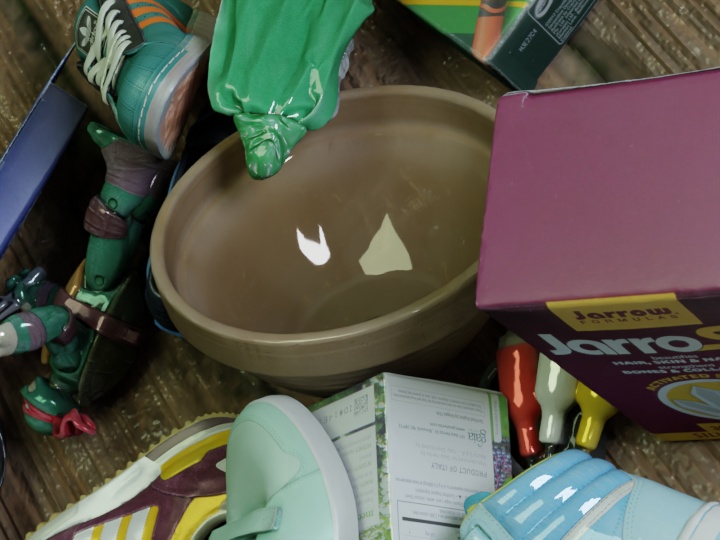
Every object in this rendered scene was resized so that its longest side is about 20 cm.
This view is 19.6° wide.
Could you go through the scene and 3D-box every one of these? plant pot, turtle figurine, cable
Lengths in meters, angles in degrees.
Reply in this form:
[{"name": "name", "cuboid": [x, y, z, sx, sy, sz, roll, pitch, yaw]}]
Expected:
[{"name": "plant pot", "cuboid": [0.000, 0.000, 1.066, 0.199, 0.093, 0.202, -11, 39, 9]}, {"name": "turtle figurine", "cuboid": [-0.167, 0.018, 1.191, 0.201, 0.100, 0.150, -65, 12, 0]}, {"name": "cable", "cuboid": [0.089, 0.107, 1.010, 0.097, 0.050, 0.201, -7, 66, 35]}]

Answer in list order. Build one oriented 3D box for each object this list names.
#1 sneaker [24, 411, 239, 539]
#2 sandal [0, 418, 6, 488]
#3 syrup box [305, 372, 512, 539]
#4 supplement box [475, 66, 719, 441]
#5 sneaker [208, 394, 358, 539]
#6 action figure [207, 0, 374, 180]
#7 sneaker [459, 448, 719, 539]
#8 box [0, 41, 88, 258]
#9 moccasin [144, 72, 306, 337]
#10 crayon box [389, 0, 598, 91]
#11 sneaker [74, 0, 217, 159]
[{"name": "sneaker", "cuboid": [-0.121, 0.165, 1.107, 0.200, 0.075, 0.090, -42, 48, 12]}, {"name": "sandal", "cuboid": [-0.237, 0.098, 1.237, 0.075, 0.048, 0.201, -34, 42, 18]}, {"name": "syrup box", "cuboid": [0.023, 0.158, 0.994, 0.079, 0.081, 0.201, -27, 59, 47]}, {"name": "supplement box", "cuboid": [0.156, -0.001, 0.918, 0.130, 0.200, 0.104, -4, 67, 33]}, {"name": "sneaker", "cuboid": [-0.065, 0.141, 0.949, 0.074, 0.118, 0.202, -40, 47, 45]}, {"name": "action figure", "cuboid": [-0.036, -0.134, 1.103, 0.117, 0.055, 0.201, 10, 58, 2]}, {"name": "sneaker", "cuboid": [0.081, 0.174, 0.939, 0.130, 0.080, 0.201, 28, 84, 27]}, {"name": "box", "cuboid": [-0.213, -0.032, 1.220, 0.201, 0.032, 0.121, -63, 9, -21]}, {"name": "moccasin", "cuboid": [-0.062, -0.058, 1.159, 0.080, 0.068, 0.201, 15, 78, 12]}, {"name": "crayon box", "cuboid": [0.055, -0.200, 1.166, 0.127, 0.051, 0.200, -53, 51, 3]}, {"name": "sneaker", "cuboid": [-0.127, -0.116, 1.164, 0.200, 0.079, 0.072, -92, 24, -76]}]
